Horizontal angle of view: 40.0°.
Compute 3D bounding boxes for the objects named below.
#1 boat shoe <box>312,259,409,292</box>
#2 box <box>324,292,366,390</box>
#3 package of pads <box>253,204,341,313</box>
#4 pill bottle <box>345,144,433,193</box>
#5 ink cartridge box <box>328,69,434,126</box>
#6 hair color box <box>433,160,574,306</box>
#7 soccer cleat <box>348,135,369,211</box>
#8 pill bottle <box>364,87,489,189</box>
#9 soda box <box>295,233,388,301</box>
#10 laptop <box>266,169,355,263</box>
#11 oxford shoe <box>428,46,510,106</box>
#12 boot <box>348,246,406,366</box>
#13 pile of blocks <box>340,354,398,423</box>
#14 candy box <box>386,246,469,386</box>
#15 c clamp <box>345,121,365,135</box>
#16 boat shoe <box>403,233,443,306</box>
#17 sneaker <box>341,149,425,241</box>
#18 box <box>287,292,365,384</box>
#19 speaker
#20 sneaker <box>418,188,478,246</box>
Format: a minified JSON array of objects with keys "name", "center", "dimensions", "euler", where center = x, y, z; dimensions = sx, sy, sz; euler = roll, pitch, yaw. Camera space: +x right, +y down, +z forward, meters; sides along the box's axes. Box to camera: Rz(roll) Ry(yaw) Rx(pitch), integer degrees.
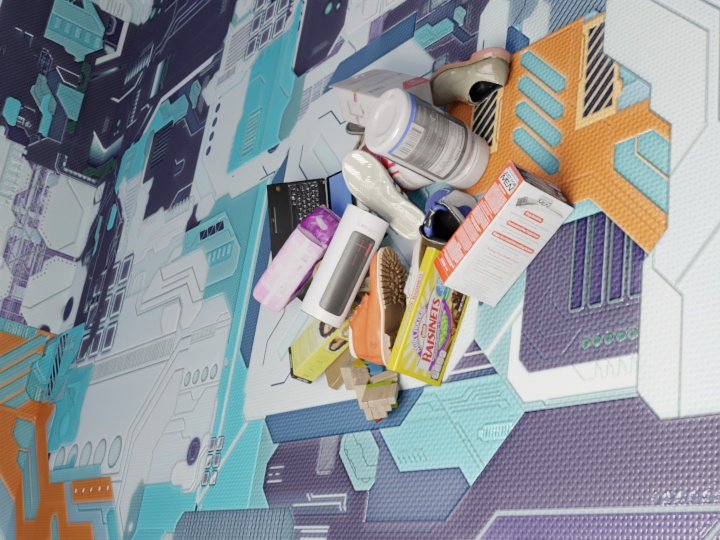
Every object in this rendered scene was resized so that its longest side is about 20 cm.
[{"name":"boat shoe","center":[0.000,0.000,1.753],"dimensions":[0.197,0.063,0.074],"euler":[5,52,26]},{"name":"box","center":[-0.013,0.096,1.834],"dimensions":[0.201,0.021,0.165],"euler":[-52,34,27]},{"name":"package of pads","center":[-0.117,-0.019,1.880],"dimensions":[0.201,0.075,0.121],"euler":[-52,-2,36]},{"name":"pill bottle","center":[0.059,-0.193,1.812],"dimensions":[0.199,0.111,0.114],"euler":[-15,59,53]},{"name":"ink cartridge box","center":[0.035,-0.319,1.833],"dimensions":[0.199,0.115,0.069],"euler":[30,138,56]},{"name":"hair color box","center":[0.213,-0.053,1.485],"dimensions":[0.201,0.110,0.064],"euler":[-53,34,24]},{"name":"soccer cleat","center":[-0.005,-0.186,1.941],"dimensions":[0.069,0.077,0.204],"euler":[-9,65,55]},{"name":"pill bottle","center":[0.114,-0.215,1.653],"dimensions":[0.113,0.198,0.116],"euler":[-33,46,43]},{"name":"soda box","center":[-0.036,-0.009,1.860],"dimensions":[0.201,0.063,0.071],"euler":[-52,-6,26]},{"name":"laptop","center":[-0.097,-0.100,1.954],"dimensions":[0.103,0.196,0.181],"euler":[24,-119,-79]},{"name":"oxford shoe","center":[0.181,-0.324,1.742],"dimensions":[0.199,0.070,0.075],"euler":[-22,56,51]},{"name":"boot","center":[0.021,0.060,1.677],"dimensions":[0.106,0.074,0.204],"euler":[4,97,37]},{"name":"pile of blocks","center":[0.024,0.205,1.691],"dimensions":[0.200,0.081,0.063],"euler":[-130,23,-66]},{"name":"candy box","center":[0.116,0.075,1.568],"dimensions":[0.026,0.101,0.203],"euler":[12,83,58]},{"name":"c clamp","center":[0.056,-0.309,1.911],"dimensions":[0.170,0.027,0.199],"euler":[-39,33,-26]},{"name":"boat shoe","center":[0.101,0.028,1.649],"dimensions":[0.069,0.070,0.203],"euler":[-25,53,49]},{"name":"sneaker","center":[0.043,-0.126,1.745],"dimensions":[0.075,0.201,0.084],"euler":[-41,-9,3]},{"name":"box","center":[-0.060,0.121,1.824],"dimensions":[0.200,0.050,0.076],"euler":[-48,35,32]},{"name":"speaker","center":[-0.027,-0.009,1.683],"dimensions":[0.081,0.080,0.203],"euler":[26,90,59]},{"name":"sneaker","center":[0.143,-0.087,1.611],"dimensions":[0.081,0.114,0.200],"euler":[-57,33,16]}]
